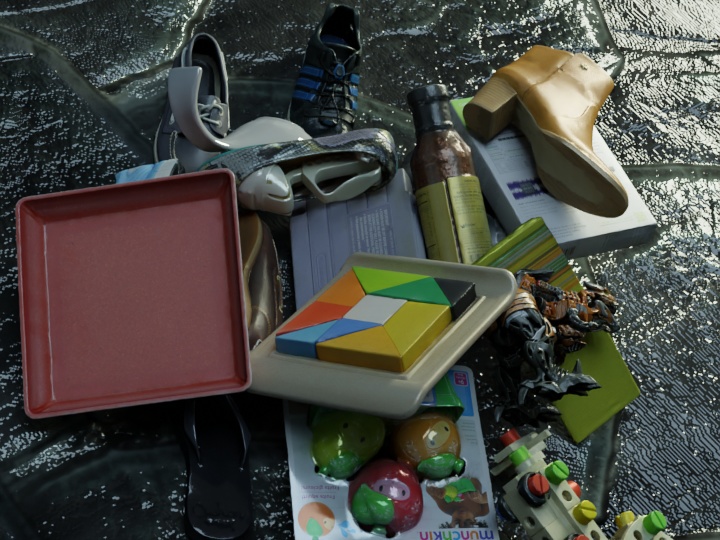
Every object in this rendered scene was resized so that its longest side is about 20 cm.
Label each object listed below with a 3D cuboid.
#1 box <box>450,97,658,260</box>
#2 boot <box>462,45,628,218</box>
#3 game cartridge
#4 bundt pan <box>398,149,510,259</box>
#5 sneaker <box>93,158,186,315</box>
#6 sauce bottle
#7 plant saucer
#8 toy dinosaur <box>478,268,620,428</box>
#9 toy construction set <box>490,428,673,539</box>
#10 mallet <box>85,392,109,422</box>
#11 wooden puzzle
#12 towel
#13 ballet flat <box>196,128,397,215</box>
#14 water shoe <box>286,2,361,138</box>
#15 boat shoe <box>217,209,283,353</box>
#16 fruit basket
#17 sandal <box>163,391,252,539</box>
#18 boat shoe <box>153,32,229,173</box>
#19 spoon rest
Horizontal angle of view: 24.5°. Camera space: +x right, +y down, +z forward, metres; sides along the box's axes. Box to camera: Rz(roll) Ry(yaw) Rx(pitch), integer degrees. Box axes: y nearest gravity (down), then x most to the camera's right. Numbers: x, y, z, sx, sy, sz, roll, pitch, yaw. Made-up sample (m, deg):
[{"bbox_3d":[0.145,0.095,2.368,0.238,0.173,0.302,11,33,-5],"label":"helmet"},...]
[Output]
[{"bbox_3d":[0.186,-0.098,1.648,0.143,0.036,0.201,-10,56,-24],"label":"box"},{"bbox_3d":[0.213,-0.146,1.623,0.201,0.071,0.144,36,53,21],"label":"boot"},{"bbox_3d":[0.000,0.000,1.572,0.129,0.038,0.201,-13,50,9],"label":"game cartridge"},{"bbox_3d":[0.121,-0.063,1.673,0.200,0.076,0.203,9,49,-10],"label":"bundt pan"},{"bbox_3d":[-0.224,-0.017,1.547,0.089,0.079,0.201,2,50,21],"label":"sneaker"},{"bbox_3d":[0.084,-0.076,1.574,0.066,0.066,0.202,-6,80,-21],"label":"sauce bottle"},{"bbox_3d":[-0.196,0.023,1.444,0.198,0.037,0.201,-8,73,6],"label":"plant saucer"},{"bbox_3d":[0.146,0.064,1.494,0.199,0.102,0.137,-13,70,-6],"label":"toy dinosaur"},{"bbox_3d":[0.188,0.210,1.443,0.200,0.092,0.131,43,41,21],"label":"toy construction set"},{"bbox_3d":[-0.189,0.052,1.495,0.041,0.066,0.200,45,69,-24],"label":"mallet"},{"bbox_3d":[0.015,0.046,1.440,0.184,0.037,0.200,7,37,32],"label":"wooden puzzle"},{"bbox_3d":[0.182,0.055,1.552,0.086,0.018,0.201,-34,100,-16],"label":"towel"},{"bbox_3d":[-0.057,-0.088,1.574,0.199,0.072,0.072,-12,54,-9],"label":"ballet flat"},{"bbox_3d":[-0.035,-0.199,1.738,0.071,0.079,0.201,8,49,-9],"label":"water shoe"},{"bbox_3d":[-0.105,0.026,1.540,0.070,0.070,0.201,44,29,-29],"label":"boat shoe"},{"bbox_3d":[0.027,0.166,1.440,0.184,0.094,0.201,2,53,-15],"label":"fruit basket"},{"bbox_3d":[-0.125,0.145,1.444,0.076,0.043,0.201,-2,51,-18],"label":"sandal"},{"bbox_3d":[-0.167,-0.157,1.674,0.072,0.063,0.201,8,50,-13],"label":"boat shoe"},{"bbox_3d":[-0.114,-0.130,1.609,0.099,0.200,0.061,2,72,39],"label":"spoon rest"}]
